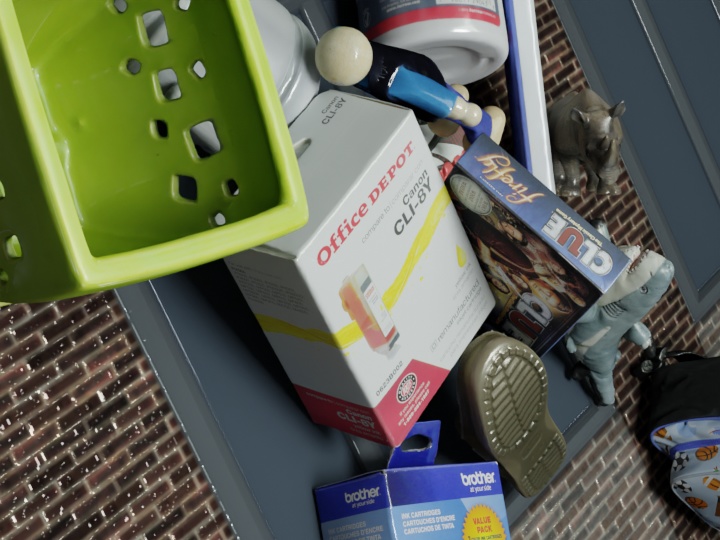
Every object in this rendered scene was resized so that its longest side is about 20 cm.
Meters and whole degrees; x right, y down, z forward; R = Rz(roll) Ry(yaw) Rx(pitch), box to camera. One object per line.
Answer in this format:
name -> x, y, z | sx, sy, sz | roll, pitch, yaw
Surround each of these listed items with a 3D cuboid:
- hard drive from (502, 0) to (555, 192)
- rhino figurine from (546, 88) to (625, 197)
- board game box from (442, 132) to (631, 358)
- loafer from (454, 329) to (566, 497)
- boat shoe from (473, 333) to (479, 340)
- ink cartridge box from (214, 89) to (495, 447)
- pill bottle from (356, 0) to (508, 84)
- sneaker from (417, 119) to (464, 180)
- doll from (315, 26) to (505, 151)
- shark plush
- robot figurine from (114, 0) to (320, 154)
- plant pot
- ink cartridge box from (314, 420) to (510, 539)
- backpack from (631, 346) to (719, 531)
hard drive -> 0.136, -0.158, 1.466 | 0.132, 0.025, 0.203 | -72, 155, -84
rhino figurine -> 0.187, -0.106, 1.449 | 0.200, 0.059, 0.089 | -116, -157, -85
board game box -> 0.105, -0.007, 1.272 | 0.135, 0.200, 0.035 | 40, 68, 5
loafer -> 0.103, 0.108, 1.338 | 0.076, 0.067, 0.201 | -49, 147, -19
boat shoe -> 0.129, -0.002, 1.455 | 0.065, 0.071, 0.200 | 59, 31, -8
ink cartridge box -> 0.000, 0.000, 1.213 | 0.146, 0.083, 0.201 | -52, 137, -26
pill bottle -> 0.051, -0.259, 1.417 | 0.119, 0.119, 0.202 | 11, 67, -46
sneaker -> 0.025, -0.093, 1.360 | 0.200, 0.070, 0.099 | -36, 106, -48
doll -> 0.035, -0.131, 1.247 | 0.199, 0.136, 0.049 | 21, 102, -55
shark plush -> 0.209, 0.055, 1.464 | 0.091, 0.082, 0.202 | -55, 157, -48
robot figurine -> -0.106, -0.149, 1.197 | 0.199, 0.112, 0.171 | 33, 39, -38
plant pot -> -0.176, -0.081, 1.035 | 0.198, 0.180, 0.202 | -18, 90, -50
ink cartridge box -> 0.045, 0.213, 1.266 | 0.136, 0.076, 0.202 | 2, 73, -49
backpack -> 0.370, 0.154, 1.586 | 0.190, 0.198, 0.156 | 34, 57, -44
